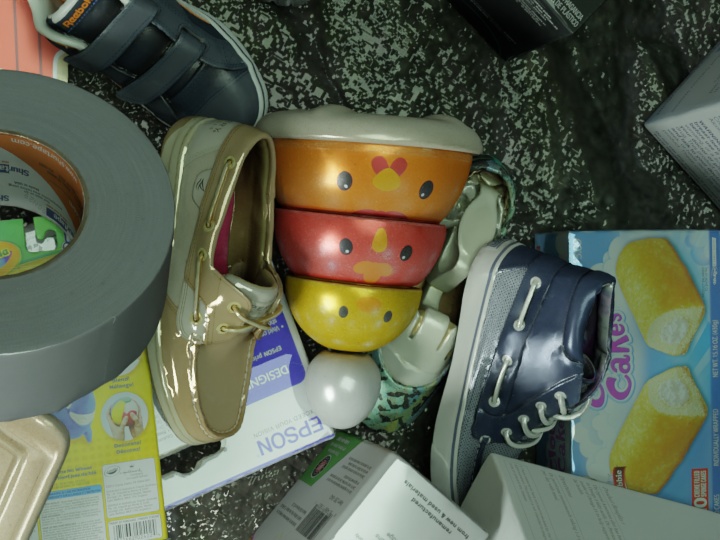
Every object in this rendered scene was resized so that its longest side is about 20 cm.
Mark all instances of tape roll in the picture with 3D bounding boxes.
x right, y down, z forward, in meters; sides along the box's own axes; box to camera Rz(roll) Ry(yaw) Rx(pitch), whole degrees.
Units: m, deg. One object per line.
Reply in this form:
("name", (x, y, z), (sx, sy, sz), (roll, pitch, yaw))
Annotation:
("tape roll", (-0.204, -0.018, 0.842), (0.199, 0.066, 0.201), (6, 52, -8))

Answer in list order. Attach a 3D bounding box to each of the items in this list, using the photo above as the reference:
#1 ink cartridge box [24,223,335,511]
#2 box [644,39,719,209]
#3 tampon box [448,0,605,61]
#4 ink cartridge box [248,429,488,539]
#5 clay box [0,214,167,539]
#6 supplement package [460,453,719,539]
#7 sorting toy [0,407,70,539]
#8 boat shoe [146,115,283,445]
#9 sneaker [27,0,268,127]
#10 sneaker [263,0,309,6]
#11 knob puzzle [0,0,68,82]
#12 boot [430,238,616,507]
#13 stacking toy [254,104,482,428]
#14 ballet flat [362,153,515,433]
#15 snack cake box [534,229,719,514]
("ink cartridge box", (-0.141, 0.051, 0.976), (0.197, 0.043, 0.201), (-21, 94, -13))
("box", (0.318, -0.078, 1.013), (0.184, 0.200, 0.105), (46, 79, -10))
("tampon box", (0.131, -0.267, 1.004), (0.150, 0.126, 0.200), (43, 80, -11))
("ink cartridge box", (-0.031, 0.207, 0.951), (0.084, 0.145, 0.200), (42, 80, -10))
("clay box", (-0.185, 0.068, 0.919), (0.114, 0.048, 0.202), (-6, 91, -18))
("supplement package", (0.157, 0.214, 0.963), (0.199, 0.117, 0.118), (17, 114, -18))
("sorting toy", (-0.267, 0.123, 0.884), (0.184, 0.036, 0.201), (31, 109, 17))
("boat shoe", (-0.082, 0.009, 0.916), (0.074, 0.069, 0.202), (-12, 104, -56))
("sneaker", (-0.145, -0.148, 0.949), (0.200, 0.079, 0.078), (43, 111, -7))
("sneaker", (-0.109, -0.246, 0.984), (0.199, 0.075, 0.082), (27, 63, -15))
("knob puzzle", (-0.274, -0.142, 0.951), (0.218, 0.030, 0.221), (0, 90, -14))
("boot", (0.106, 0.086, 0.988), (0.073, 0.090, 0.201), (-15, 117, -50))
("stacking toy", (0.000, 0.000, 0.965), (0.145, 0.146, 0.202), (3, 93, -14))
("ballet flat", (0.049, 0.013, 1.013), (0.074, 0.074, 0.201), (21, 85, -13))
("snack cake box", (0.183, 0.073, 1.047), (0.114, 0.067, 0.202), (-1, 90, -15))
